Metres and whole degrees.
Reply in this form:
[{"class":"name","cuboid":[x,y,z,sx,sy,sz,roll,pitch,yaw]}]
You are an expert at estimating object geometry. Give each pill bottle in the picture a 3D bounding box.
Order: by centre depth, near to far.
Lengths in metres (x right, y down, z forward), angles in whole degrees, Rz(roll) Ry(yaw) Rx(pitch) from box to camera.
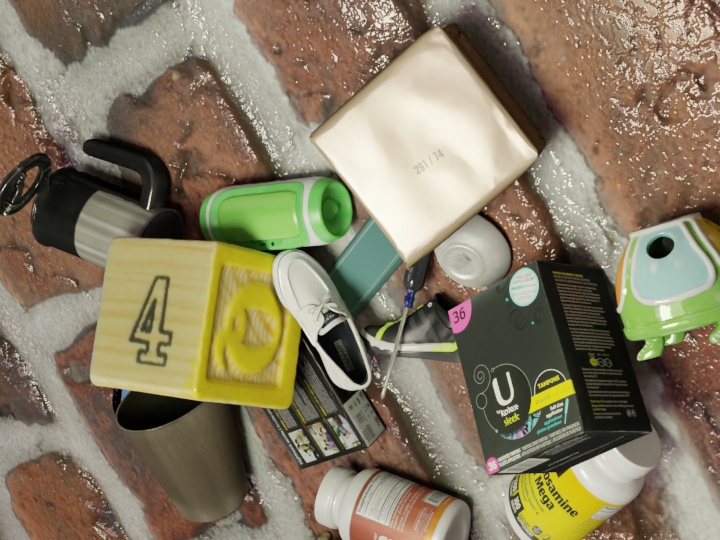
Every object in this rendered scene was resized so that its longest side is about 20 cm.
[{"class":"pill bottle","cuboid":[0.270,0.250,1.623,0.112,0.112,0.200,44,131,5]},{"class":"pill bottle","cuboid":[0.041,0.337,1.828,0.198,0.112,0.114,16,123,27]}]

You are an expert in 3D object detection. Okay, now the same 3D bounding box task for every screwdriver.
[{"class":"screwdriver","cuboid":[0.057,0.063,1.663,0.029,0.028,0.203,11,92,13]}]

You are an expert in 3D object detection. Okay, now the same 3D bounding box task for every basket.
[{"class":"basket","cuboid":[-0.245,0.255,1.954,0.135,0.179,0.202,22,137,47]}]

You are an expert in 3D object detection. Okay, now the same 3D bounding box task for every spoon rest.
[{"class":"spoon rest","cuboid":[0.098,-0.056,1.617,0.199,0.061,0.099,41,133,-9]}]

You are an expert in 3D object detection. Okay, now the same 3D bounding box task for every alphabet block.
[{"class":"alphabet block","cuboid":[-0.208,0.069,1.744,0.198,0.194,0.200,3,85,37]}]

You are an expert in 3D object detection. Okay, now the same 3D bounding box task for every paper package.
[{"class":"paper package","cuboid":[0.077,-0.142,1.498,0.199,0.103,0.191,-39,91,19]}]

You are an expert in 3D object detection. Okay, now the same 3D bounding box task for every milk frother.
[{"class":"milk frother","cuboid":[-0.370,-0.071,1.824,0.186,0.200,0.183,20,121,23]}]

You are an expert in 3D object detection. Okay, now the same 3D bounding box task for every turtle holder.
[{"class":"turtle holder","cuboid":[0.354,0.008,1.416,0.184,0.140,0.134,-18,88,48]}]

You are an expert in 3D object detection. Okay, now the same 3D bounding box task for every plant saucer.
[{"class":"plant saucer","cuboid":[0.000,0.000,1.731,0.070,0.019,0.200,44,130,6]}]

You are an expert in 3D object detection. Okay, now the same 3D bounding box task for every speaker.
[{"class":"speaker","cuboid":[-0.109,-0.071,1.722,0.198,0.088,0.090,-3,113,35]}]

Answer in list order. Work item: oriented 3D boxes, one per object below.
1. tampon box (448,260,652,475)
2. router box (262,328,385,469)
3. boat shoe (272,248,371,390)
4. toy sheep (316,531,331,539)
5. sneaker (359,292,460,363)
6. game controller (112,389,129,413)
[{"class":"tampon box","cuboid":[0.211,0.112,1.522,0.149,0.125,0.203,-33,62,40]},{"class":"router box","cuboid":[-0.076,0.165,1.851,0.148,0.051,0.202,-24,100,42]},{"class":"boat shoe","cuboid":[-0.041,0.060,1.695,0.201,0.073,0.065,56,166,-8]},{"class":"toy sheep","cuboid":[-0.063,0.460,1.953,0.136,0.138,0.202,18,124,25]},{"class":"sneaker","cuboid":[0.090,0.070,1.692,0.198,0.071,0.084,4,89,34]},{"class":"game controller","cuboid":[-0.332,0.168,2.035,0.103,0.042,0.202,27,127,19]}]
